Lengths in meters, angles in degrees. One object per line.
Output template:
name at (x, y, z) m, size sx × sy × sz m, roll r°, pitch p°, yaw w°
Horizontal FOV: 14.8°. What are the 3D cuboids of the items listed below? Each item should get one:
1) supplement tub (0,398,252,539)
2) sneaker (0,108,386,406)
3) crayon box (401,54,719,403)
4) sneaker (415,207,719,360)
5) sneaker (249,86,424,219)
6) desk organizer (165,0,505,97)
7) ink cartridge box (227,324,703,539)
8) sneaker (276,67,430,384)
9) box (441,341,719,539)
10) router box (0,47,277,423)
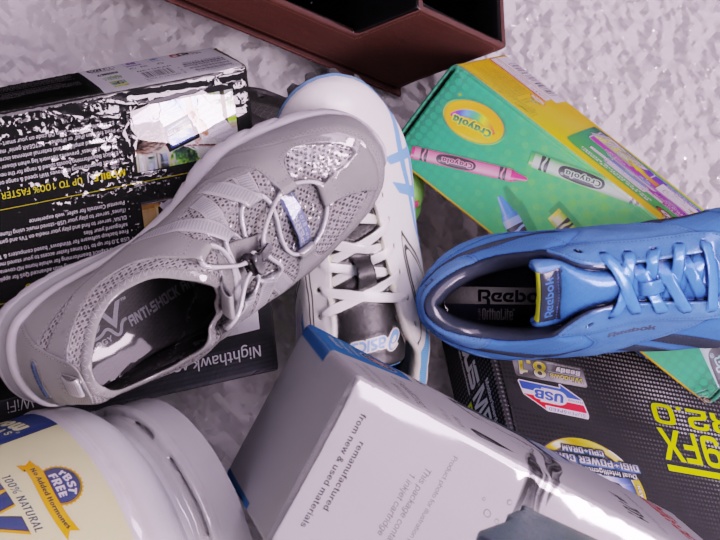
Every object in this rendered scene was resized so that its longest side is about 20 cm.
supplement tub at (-0.159, 0.144, 1.198) m, size 0.200 × 0.145 × 0.145 m, roll -20°, pitch 83°, yaw -30°
sneaker at (-0.061, 0.003, 1.216) m, size 0.200 × 0.082 × 0.075 m, roll -38°, pitch 118°, yaw -17°
crayon box at (0.120, -0.024, 1.380) m, size 0.200 × 0.119 × 0.058 m, roll 39°, pitch 104°, yaw 7°
sneaker at (0.124, 0.009, 1.282) m, size 0.199 × 0.078 × 0.066 m, roll -6°, pitch 93°, yaw 13°
sneaker at (-0.070, -0.044, 1.359) m, size 0.199 × 0.077 × 0.084 m, roll 1°, pitch 45°, yaw -23°
desk organizer at (-0.020, -0.155, 1.365) m, size 0.200 × 0.077 × 0.072 m, roll 18°, pitch 63°, yaw -45°
ink cartridge box at (0.053, 0.113, 1.207) m, size 0.200 × 0.146 × 0.086 m, roll 27°, pitch 93°, yaw -12°
sneaker at (0.000, 0.000, 1.312) m, size 0.072 × 0.073 × 0.200 m, roll -14°, pitch 120°, yaw -12°
box at (0.149, 0.095, 1.391) m, size 0.199 × 0.044 × 0.160 m, roll 11°, pitch 43°, yaw -23°
router box at (-0.143, -0.009, 1.257) m, size 0.199 × 0.051 × 0.150 m, roll -12°, pitch 108°, yaw -19°
